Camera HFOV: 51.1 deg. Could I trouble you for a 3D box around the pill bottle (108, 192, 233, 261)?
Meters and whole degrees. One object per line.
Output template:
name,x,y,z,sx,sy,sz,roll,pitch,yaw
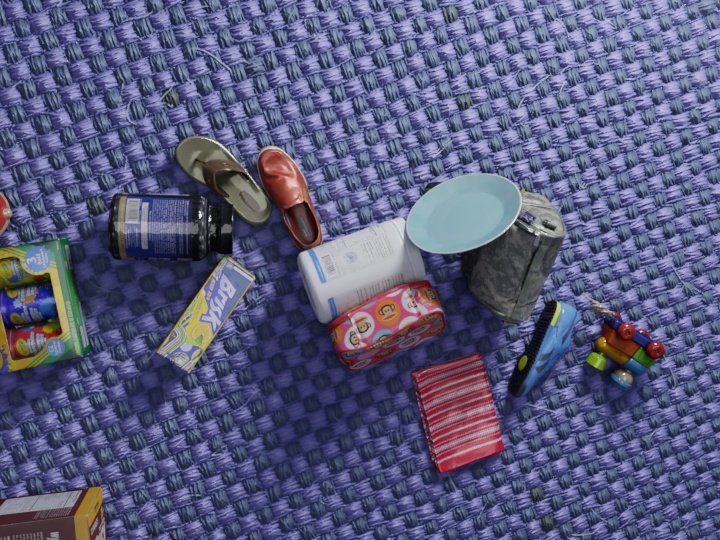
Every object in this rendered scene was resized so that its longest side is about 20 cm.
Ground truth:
pill bottle,-0.314,-0.072,1.267,0.198,0.112,0.113,1,93,-9

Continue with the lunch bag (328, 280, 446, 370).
lunch bag,0.052,0.104,1.316,0.198,0.176,0.083,-24,67,1

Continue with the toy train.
toy train,0.468,0.138,1.436,0.199,0.085,0.116,30,102,-10

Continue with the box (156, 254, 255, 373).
box,-0.266,0.073,1.309,0.070,0.064,0.201,35,87,-10

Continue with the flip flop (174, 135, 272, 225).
flip flop,-0.233,-0.156,1.302,0.081,0.058,0.200,-46,100,-4

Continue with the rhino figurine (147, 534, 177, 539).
rhino figurine,-0.316,0.546,1.331,0.087,0.060,0.201,-36,98,-25

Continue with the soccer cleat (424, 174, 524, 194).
soccer cleat,0.211,-0.141,1.382,0.198,0.067,0.082,14,82,-17

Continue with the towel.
towel,0.185,0.268,1.420,0.143,0.022,0.202,-16,96,-9

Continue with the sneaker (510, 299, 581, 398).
sneaker,0.353,0.157,1.420,0.078,0.066,0.201,28,89,-14

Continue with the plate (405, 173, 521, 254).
plate,0.173,-0.090,1.257,0.199,0.200,0.026,-32,128,-6

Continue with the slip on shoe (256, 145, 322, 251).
slip on shoe,-0.121,-0.126,1.323,0.074,0.061,0.202,-25,96,-6

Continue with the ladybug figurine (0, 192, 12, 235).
ladybug figurine,-0.669,-0.094,1.213,0.198,0.072,0.137,-5,78,-9

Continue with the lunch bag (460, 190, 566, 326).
lunch bag,0.271,-0.027,1.311,0.138,0.168,0.202,8,118,-15

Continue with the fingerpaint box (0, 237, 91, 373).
fingerpaint box,-0.557,0.059,1.253,0.165,0.073,0.202,-10,95,-8

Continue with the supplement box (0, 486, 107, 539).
supplement box,-0.533,0.489,1.254,0.198,0.133,0.200,-5,94,-9

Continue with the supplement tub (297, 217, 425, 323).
supplement tub,0.000,0.000,1.316,0.198,0.132,0.133,-19,97,-8
